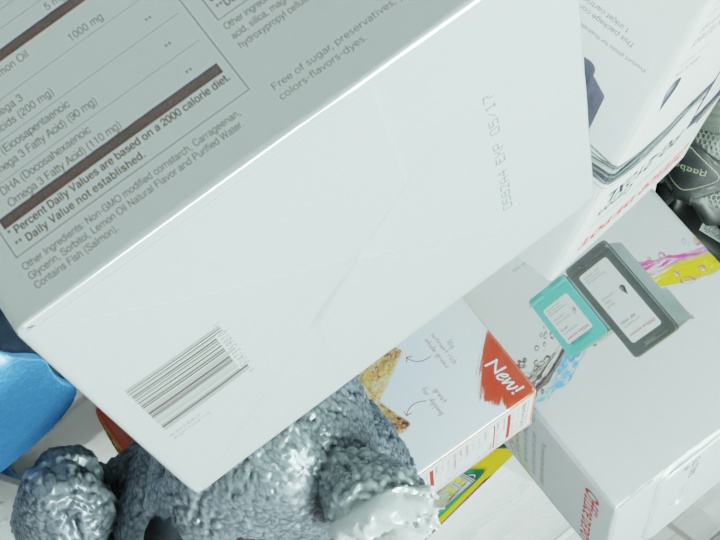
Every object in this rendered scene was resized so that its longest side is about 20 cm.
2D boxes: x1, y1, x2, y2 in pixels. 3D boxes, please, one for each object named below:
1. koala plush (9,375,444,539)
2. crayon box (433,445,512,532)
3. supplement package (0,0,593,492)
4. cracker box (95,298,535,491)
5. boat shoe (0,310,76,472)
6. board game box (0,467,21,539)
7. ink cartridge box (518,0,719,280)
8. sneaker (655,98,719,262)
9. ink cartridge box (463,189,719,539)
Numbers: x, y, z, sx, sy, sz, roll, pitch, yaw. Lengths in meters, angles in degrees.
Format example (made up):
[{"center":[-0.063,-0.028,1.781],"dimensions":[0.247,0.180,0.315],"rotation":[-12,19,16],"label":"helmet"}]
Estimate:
[{"center":[-0.044,0.089,0.737],"dimensions":[0.184,0.177,0.200],"rotation":[-36,161,-25],"label":"koala plush"},{"center":[0.002,0.177,1.223],"dimensions":[0.200,0.058,0.172],"rotation":[-45,156,15],"label":"crayon box"},{"center":[-0.057,-0.076,0.451],"dimensions":[0.150,0.200,0.152],"rotation":[-36,158,-5],"label":"supplement package"},{"center":[-0.023,0.079,0.894],"dimensions":[0.200,0.134,0.058],"rotation":[-34,158,-13],"label":"cracker box"},{"center":[-0.162,0.040,0.687],"dimensions":[0.084,0.069,0.200],"rotation":[-42,174,-23],"label":"boat shoe"},{"center":[-0.265,0.153,0.806],"dimensions":[0.200,0.026,0.200],"rotation":[-39,158,2],"label":"board game box"},{"center":[0.132,-0.111,0.796],"dimensions":[0.145,0.084,0.200],"rotation":[-39,162,-38],"label":"ink cartridge box"},{"center":[0.240,-0.073,1.034],"dimensions":[0.199,0.076,0.115],"rotation":[-23,132,-54],"label":"sneaker"},{"center":[0.146,0.049,1.009],"dimensions":[0.146,0.200,0.147],"rotation":[-35,158,-9],"label":"ink cartridge box"}]
